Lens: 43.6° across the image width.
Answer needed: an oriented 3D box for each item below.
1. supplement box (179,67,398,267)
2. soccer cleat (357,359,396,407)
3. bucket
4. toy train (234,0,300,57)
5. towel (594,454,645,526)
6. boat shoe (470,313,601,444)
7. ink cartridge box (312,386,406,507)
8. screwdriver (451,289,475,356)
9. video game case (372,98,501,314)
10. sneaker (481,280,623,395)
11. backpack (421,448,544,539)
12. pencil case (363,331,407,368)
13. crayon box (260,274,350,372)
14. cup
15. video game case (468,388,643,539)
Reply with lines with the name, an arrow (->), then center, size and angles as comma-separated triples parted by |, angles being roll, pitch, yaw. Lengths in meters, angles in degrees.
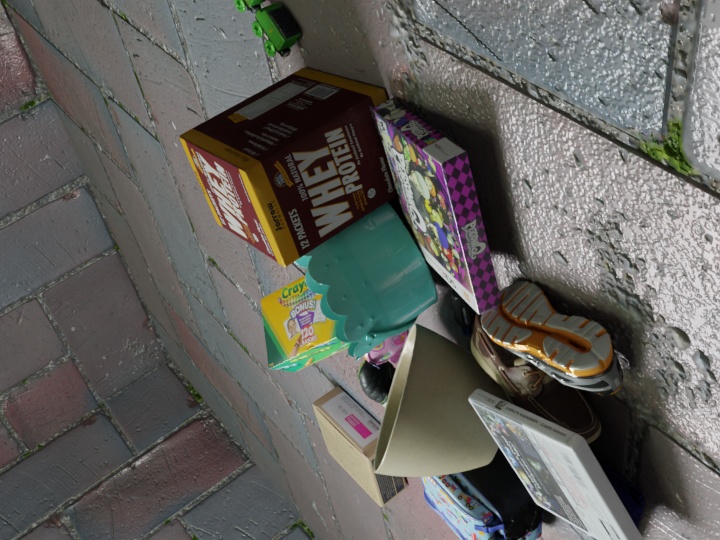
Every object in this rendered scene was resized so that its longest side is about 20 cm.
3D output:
supplement box -> -0.081, -0.136, 1.120 | 0.197, 0.199, 0.133 | 30, 147, 51
soccer cleat -> 0.065, 0.202, 1.453 | 0.081, 0.068, 0.200 | 18, 157, 42
bucket -> 0.000, 0.000, 1.176 | 0.208, 0.134, 0.207 | 60, 174, 11
toy train -> -0.145, -0.366, 1.163 | 0.201, 0.042, 0.056 | 57, 150, 2
towel -> 0.267, 0.254, 1.126 | 0.200, 0.049, 0.148 | 44, 163, 32
boat shoe -> 0.199, 0.118, 1.044 | 0.200, 0.072, 0.072 | 50, 161, 36
ink cartridge box -> -0.002, 0.358, 1.842 | 0.200, 0.075, 0.166 | 38, 151, 43
screwdriver -> 0.143, 0.097, 1.196 | 0.028, 0.029, 0.201 | 38, 151, 42
video game case -> 0.086, -0.075, 1.017 | 0.181, 0.036, 0.201 | 50, 163, 54
sneaker -> 0.203, 0.077, 0.973 | 0.077, 0.078, 0.200 | 46, 176, -34
backpack -> 0.178, 0.327, 1.306 | 0.183, 0.134, 0.201 | 43, 158, 35
pencil case -> -0.010, 0.074, 1.434 | 0.200, 0.087, 0.088 | 36, 151, 42
crayon box -> -0.064, 0.069, 1.385 | 0.199, 0.058, 0.120 | -28, 62, 37
cup -> 0.112, 0.185, 1.182 | 0.142, 0.202, 0.201 | 16, 154, 0
video game case -> 0.227, 0.233, 1.035 | 0.201, 0.023, 0.181 | 56, 161, -26
